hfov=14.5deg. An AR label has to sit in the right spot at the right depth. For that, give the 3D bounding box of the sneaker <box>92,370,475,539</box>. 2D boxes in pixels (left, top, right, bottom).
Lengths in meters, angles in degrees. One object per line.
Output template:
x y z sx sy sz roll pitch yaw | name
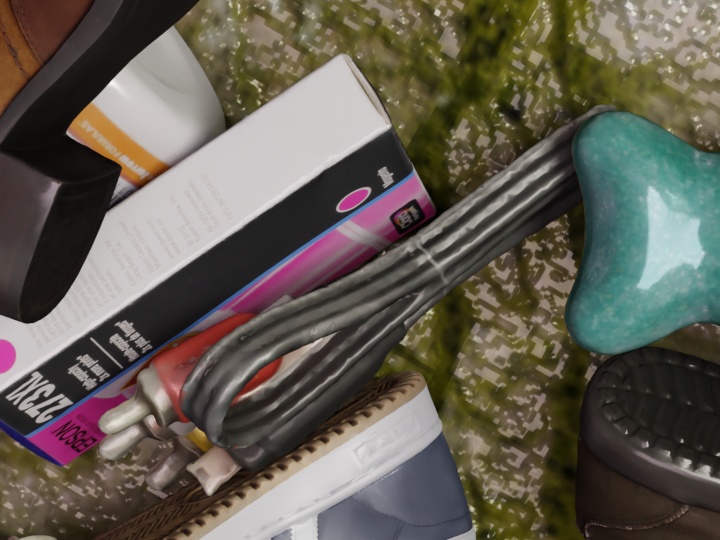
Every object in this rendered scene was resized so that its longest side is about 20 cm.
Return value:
-0.038 0.125 0.920 0.199 0.070 0.109 -30 101 -24 | sneaker

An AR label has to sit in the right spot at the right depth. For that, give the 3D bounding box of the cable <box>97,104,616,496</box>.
0.000 0.000 0.899 0.200 0.097 0.050 -42 73 -6 | cable

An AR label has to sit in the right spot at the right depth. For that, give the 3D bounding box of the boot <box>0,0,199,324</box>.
-0.143 -0.108 0.836 0.199 0.068 0.189 28 108 14 | boot

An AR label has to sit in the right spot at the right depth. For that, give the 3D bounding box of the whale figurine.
0.164 -0.008 0.872 0.199 0.104 0.160 4 91 -3 | whale figurine

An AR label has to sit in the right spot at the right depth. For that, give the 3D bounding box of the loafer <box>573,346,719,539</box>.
0.159 0.090 0.930 0.199 0.073 0.072 25 132 2 | loafer

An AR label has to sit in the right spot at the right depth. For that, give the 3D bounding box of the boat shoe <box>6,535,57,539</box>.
-0.108 0.125 0.961 0.200 0.071 0.063 42 118 -7 | boat shoe

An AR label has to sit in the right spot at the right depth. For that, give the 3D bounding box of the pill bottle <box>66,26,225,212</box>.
-0.151 -0.022 0.922 0.200 0.112 0.112 -38 93 12 | pill bottle

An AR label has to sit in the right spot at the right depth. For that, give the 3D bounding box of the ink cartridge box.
-0.071 0.011 0.906 0.199 0.095 0.037 -32 72 1 | ink cartridge box
